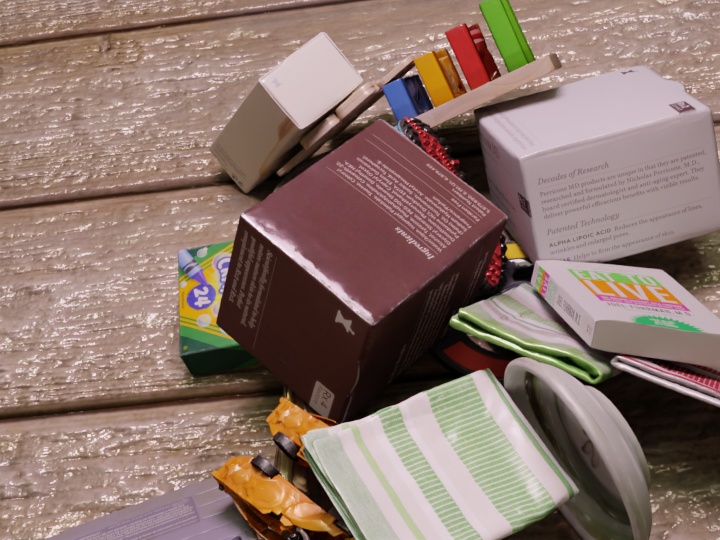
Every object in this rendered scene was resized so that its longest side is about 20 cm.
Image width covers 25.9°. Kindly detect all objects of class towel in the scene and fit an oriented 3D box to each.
[{"bbox_3d":[0.314,0.090,1.401,0.144,0.023,0.200,20,11,21],"label":"towel"},{"bbox_3d":[0.178,0.054,1.425,0.149,0.031,0.200,20,11,18],"label":"towel"},{"bbox_3d":[0.067,0.165,1.303,0.200,0.023,0.153,-18,58,-31],"label":"towel"}]

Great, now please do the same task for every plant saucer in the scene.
[{"bbox_3d":[0.195,0.155,1.325,0.050,0.200,0.200,-28,46,-13],"label":"plant saucer"}]

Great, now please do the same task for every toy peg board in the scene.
[{"bbox_3d":[0.105,-0.220,1.700,0.199,0.098,0.200,-24,3,12],"label":"toy peg board"}]

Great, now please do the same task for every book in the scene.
[{"bbox_3d":[0.244,0.039,1.431,0.133,0.048,0.200,8,14,-12],"label":"book"}]

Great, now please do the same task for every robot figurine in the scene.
[{"bbox_3d":[-0.027,0.196,1.347,0.200,0.058,0.145,32,71,37],"label":"robot figurine"}]

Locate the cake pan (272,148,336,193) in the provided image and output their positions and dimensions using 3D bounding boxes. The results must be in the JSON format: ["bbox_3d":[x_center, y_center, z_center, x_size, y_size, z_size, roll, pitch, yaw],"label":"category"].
[{"bbox_3d":[-0.002,-0.061,1.707,0.200,0.037,0.201,-6,43,6],"label":"cake pan"}]

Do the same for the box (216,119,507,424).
[{"bbox_3d":[0.000,0.000,1.458,0.164,0.166,0.200,40,52,17],"label":"box"}]

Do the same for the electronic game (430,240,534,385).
[{"bbox_3d":[0.160,0.042,1.566,0.199,0.042,0.200,-5,44,5],"label":"electronic game"}]

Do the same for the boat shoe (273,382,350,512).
[{"bbox_3d":[-0.040,0.148,1.481,0.067,0.072,0.200,1,51,5],"label":"boat shoe"}]

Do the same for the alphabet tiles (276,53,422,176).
[{"bbox_3d":[-0.012,-0.176,1.737,0.196,0.015,0.200,-40,1,12],"label":"alphabet tiles"}]

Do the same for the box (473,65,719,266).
[{"bbox_3d":[0.240,-0.106,1.593,0.200,0.131,0.199,-15,21,-4],"label":"box"}]

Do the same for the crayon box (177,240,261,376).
[{"bbox_3d":[-0.084,0.026,1.594,0.200,0.052,0.126,-10,58,7],"label":"crayon box"}]

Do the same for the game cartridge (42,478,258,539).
[{"bbox_3d":[-0.194,0.253,1.402,0.200,0.038,0.130,-19,22,-8],"label":"game cartridge"}]

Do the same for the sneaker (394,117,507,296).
[{"bbox_3d":[0.075,-0.052,1.593,0.079,0.095,0.200,-5,62,-52],"label":"sneaker"}]

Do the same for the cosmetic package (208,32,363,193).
[{"bbox_3d":[-0.085,-0.170,1.722,0.105,0.200,0.071,-41,90,-26],"label":"cosmetic package"}]
